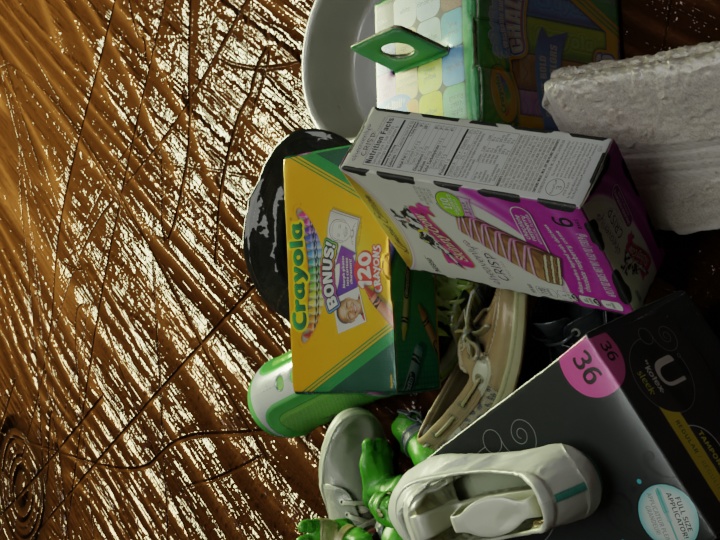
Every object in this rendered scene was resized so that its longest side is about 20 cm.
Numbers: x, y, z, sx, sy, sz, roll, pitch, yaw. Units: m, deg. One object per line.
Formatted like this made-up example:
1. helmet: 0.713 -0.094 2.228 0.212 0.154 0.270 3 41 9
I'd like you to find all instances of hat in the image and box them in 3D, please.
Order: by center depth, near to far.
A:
1. hat: -0.015 -0.032 1.207 0.200 0.081 0.202 5 97 45

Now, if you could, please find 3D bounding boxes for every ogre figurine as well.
1. ogre figurine: 0.029 0.216 1.153 0.120 0.200 0.099 9 129 47

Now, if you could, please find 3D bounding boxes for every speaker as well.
1. speaker: -0.030 0.101 1.278 0.200 0.088 0.089 -31 63 50

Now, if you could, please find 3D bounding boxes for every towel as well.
1. towel: 0.223 -0.087 0.883 0.199 0.035 0.133 -5 126 43

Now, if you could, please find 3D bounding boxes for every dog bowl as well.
1. dog bowl: 0.016 -0.194 1.192 0.200 0.058 0.201 -7 82 56

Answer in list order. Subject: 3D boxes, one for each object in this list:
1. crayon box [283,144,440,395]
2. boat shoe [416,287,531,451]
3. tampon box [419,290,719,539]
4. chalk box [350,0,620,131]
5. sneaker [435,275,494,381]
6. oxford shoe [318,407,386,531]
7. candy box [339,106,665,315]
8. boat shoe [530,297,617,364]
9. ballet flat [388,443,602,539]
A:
1. crayon box: 0.000 0.000 1.096 0.118 0.058 0.201 -5 87 43
2. boat shoe: 0.093 0.085 1.075 0.073 0.062 0.201 -71 -5 -52
3. tampon box: 0.169 0.138 0.926 0.150 0.126 0.200 57 135 14
4. chalk box: 0.089 -0.152 1.021 0.124 0.199 0.125 -9 81 54
5. sneaker: 0.082 0.015 1.114 0.076 0.075 0.201 -67 -10 -61
6. oxford shoe: 0.001 0.226 1.237 0.058 0.075 0.201 -153 62 -64
7. candy box: 0.100 -0.043 0.950 0.199 0.137 0.061 13 64 37
8. boat shoe: 0.161 0.030 1.026 0.074 0.066 0.201 11 98 54
9. ballet flat: 0.071 0.158 0.892 0.200 0.069 0.070 -23 70 47
